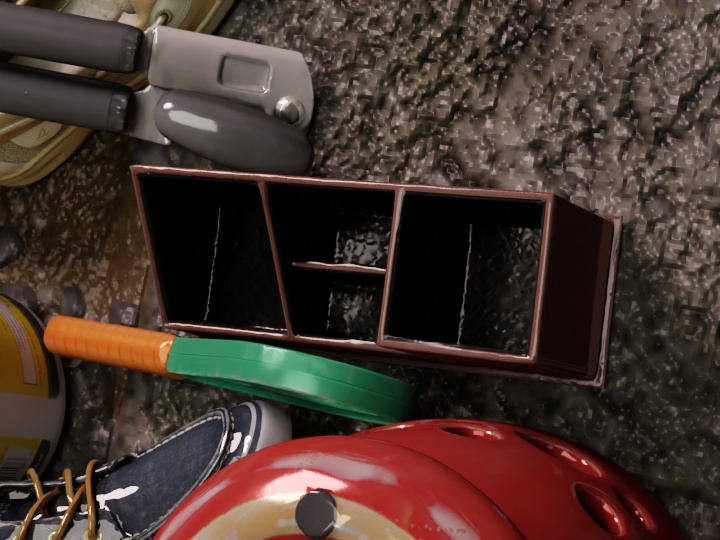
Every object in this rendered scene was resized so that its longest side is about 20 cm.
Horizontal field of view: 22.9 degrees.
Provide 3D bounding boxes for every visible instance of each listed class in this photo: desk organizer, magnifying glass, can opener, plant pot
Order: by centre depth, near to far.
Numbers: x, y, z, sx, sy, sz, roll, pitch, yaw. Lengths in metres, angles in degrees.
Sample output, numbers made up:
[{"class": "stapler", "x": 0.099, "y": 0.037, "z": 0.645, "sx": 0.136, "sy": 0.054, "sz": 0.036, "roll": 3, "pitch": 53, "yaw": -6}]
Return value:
[{"class": "plant pot", "x": 0.016, "y": 0.152, "z": 0.656, "sx": 0.199, "sy": 0.182, "sz": 0.202, "roll": -5, "pitch": 80, "yaw": 28}, {"class": "desk organizer", "x": 0.000, "y": 0.000, "z": 0.741, "sx": 0.199, "sy": 0.077, "sz": 0.072, "roll": 5, "pitch": 85, "yaw": 27}, {"class": "magnifying glass", "x": -0.062, "y": 0.042, "z": 0.775, "sx": 0.199, "sy": 0.079, "sz": 0.023, "roll": 10, "pitch": 81, "yaw": 38}, {"class": "can opener", "x": -0.115, "y": -0.086, "z": 0.783, "sx": 0.199, "sy": 0.066, "sz": 0.053, "roll": 11, "pitch": 102, "yaw": -3}]

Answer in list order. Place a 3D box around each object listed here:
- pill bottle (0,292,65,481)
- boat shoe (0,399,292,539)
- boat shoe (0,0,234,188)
[{"class": "pill bottle", "x": -0.227, "y": 0.052, "z": 0.777, "sx": 0.111, "sy": 0.200, "sz": 0.113, "roll": -4, "pitch": 80, "yaw": 25}, {"class": "boat shoe", "x": -0.121, "y": 0.111, "z": 0.757, "sx": 0.200, "sy": 0.091, "sz": 0.071, "roll": -44, "pitch": 26, "yaw": 23}, {"class": "boat shoe", "x": -0.127, "y": -0.119, "z": 0.829, "sx": 0.200, "sy": 0.063, "sz": 0.073, "roll": -40, "pitch": 68, "yaw": 16}]
